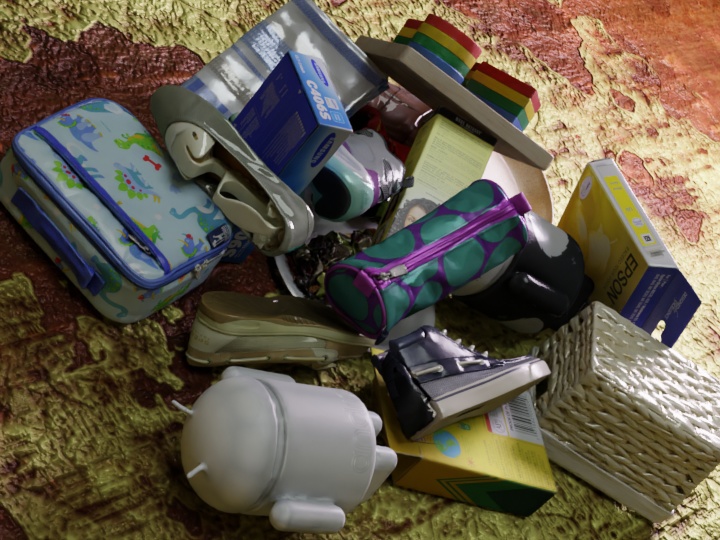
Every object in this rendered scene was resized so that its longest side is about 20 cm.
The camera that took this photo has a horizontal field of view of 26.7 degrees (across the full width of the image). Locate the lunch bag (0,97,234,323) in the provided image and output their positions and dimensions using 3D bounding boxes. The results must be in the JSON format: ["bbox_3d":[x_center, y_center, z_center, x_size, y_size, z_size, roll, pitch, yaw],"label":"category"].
[{"bbox_3d":[-0.224,-0.056,1.374,0.200,0.082,0.161,47,39,9],"label":"lunch bag"}]

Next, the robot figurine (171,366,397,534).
[{"bbox_3d":[-0.067,0.150,1.276,0.200,0.113,0.170,10,36,-36],"label":"robot figurine"}]

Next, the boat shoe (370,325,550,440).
[{"bbox_3d":[0.097,0.089,1.438,0.200,0.075,0.093,-13,69,-49],"label":"boat shoe"}]

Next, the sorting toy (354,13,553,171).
[{"bbox_3d":[0.110,-0.203,1.629,0.200,0.070,0.199,35,1,-19],"label":"sorting toy"}]

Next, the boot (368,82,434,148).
[{"bbox_3d":[0.014,-0.235,1.803,0.200,0.064,0.187,35,34,-2],"label":"boot"}]

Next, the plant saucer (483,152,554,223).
[{"bbox_3d":[0.154,-0.112,1.794,0.200,0.035,0.201,32,42,-34],"label":"plant saucer"}]

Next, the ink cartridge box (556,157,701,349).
[{"bbox_3d":[0.277,0.015,1.672,0.047,0.198,0.200,-9,56,-22],"label":"ink cartridge box"}]

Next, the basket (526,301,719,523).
[{"bbox_3d":[0.278,0.146,1.595,0.200,0.123,0.136,31,36,-13],"label":"basket"}]

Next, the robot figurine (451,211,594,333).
[{"bbox_3d":[0.161,-0.009,1.631,0.200,0.150,0.125,28,66,-35],"label":"robot figurine"}]

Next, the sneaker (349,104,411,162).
[{"bbox_3d":[0.007,-0.140,1.670,0.199,0.085,0.077,18,43,-29],"label":"sneaker"}]

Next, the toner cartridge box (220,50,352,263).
[{"bbox_3d":[-0.092,-0.105,1.443,0.043,0.200,0.095,7,49,-40],"label":"toner cartridge box"}]

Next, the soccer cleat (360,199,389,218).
[{"bbox_3d":[0.026,-0.079,1.631,0.199,0.068,0.081,14,27,-33],"label":"soccer cleat"}]

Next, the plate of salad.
[{"bbox_3d":[0.000,0.000,1.552,0.200,0.048,0.200,25,39,-23],"label":"plate of salad"}]

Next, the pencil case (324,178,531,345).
[{"bbox_3d":[0.066,-0.012,1.437,0.200,0.092,0.085,-31,84,-28],"label":"pencil case"}]

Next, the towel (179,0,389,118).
[{"bbox_3d":[-0.085,-0.192,1.601,0.200,0.024,0.147,-40,80,-19],"label":"towel"}]

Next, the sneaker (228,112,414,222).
[{"bbox_3d":[-0.033,-0.113,1.531,0.200,0.078,0.140,33,35,34],"label":"sneaker"}]

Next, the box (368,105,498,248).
[{"bbox_3d":[0.069,-0.065,1.537,0.075,0.050,0.200,28,63,-13],"label":"box"}]

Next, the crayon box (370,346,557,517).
[{"bbox_3d":[0.088,0.157,1.468,0.200,0.051,0.127,19,41,-30],"label":"crayon box"}]

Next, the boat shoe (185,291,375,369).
[{"bbox_3d":[-0.073,0.065,1.412,0.200,0.063,0.073,7,21,-45],"label":"boat shoe"}]

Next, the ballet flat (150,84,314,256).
[{"bbox_3d":[-0.127,-0.091,1.376,0.200,0.067,0.064,43,38,5],"label":"ballet flat"}]
